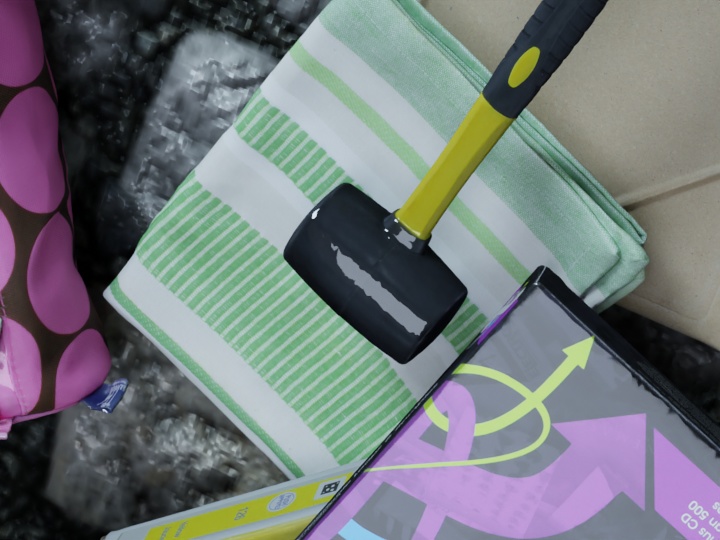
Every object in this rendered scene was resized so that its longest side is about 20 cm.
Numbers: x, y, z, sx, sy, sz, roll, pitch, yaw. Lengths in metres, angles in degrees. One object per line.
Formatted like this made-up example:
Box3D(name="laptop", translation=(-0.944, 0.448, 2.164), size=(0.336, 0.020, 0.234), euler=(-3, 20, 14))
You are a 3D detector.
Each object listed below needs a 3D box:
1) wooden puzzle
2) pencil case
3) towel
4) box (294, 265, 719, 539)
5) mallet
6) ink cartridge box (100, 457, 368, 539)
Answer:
Box3D(name="wooden puzzle", translation=(0.091, -0.086, 0.781), size=(0.199, 0.037, 0.186), euler=(26, 115, 14))
Box3D(name="pencil case", translation=(-0.154, -0.037, 0.844), size=(0.090, 0.094, 0.202), euler=(-6, 105, 19))
Box3D(name="towel", translation=(0.000, 0.000, 0.821), size=(0.153, 0.023, 0.200), euler=(44, 128, 0))
Box3D(name="box", translation=(0.053, 0.120, 0.780), size=(0.143, 0.036, 0.200), euler=(41, 106, 1))
Box3D(name="mallet", translation=(0.037, -0.059, 0.741), size=(0.066, 0.041, 0.201), euler=(34, 121, 11))
Box3D(name="ink cartridge box", translation=(0.019, 0.169, 0.866), size=(0.199, 0.047, 0.199), euler=(-17, 113, 25))
